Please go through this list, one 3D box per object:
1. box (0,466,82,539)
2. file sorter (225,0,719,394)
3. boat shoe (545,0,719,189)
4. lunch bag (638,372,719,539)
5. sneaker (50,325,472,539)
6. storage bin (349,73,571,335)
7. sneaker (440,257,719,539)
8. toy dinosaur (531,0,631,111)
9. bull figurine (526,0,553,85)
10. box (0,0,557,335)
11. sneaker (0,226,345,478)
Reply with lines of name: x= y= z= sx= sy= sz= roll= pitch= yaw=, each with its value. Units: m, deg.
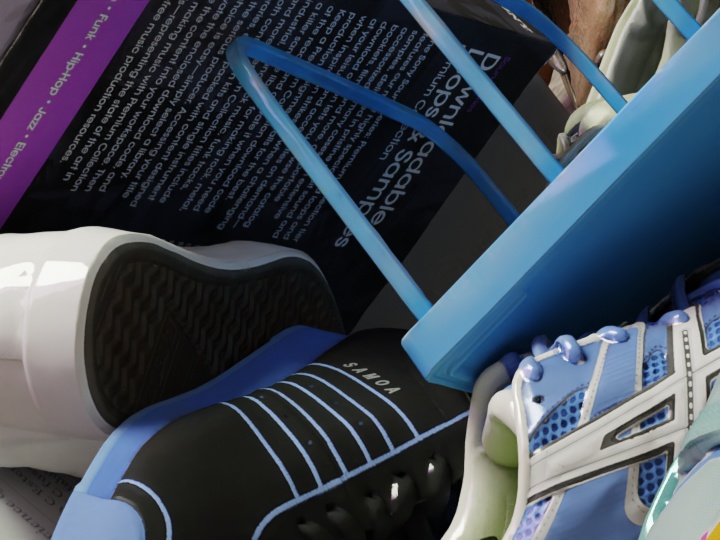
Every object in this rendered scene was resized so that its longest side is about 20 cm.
box: x=-0.095 y=0.085 z=0.776 sx=0.107 sy=0.152 sz=0.200 roll=-51 pitch=-1 yaw=23
file sorter: x=0.085 y=-0.073 z=0.672 sx=0.200 sy=0.123 sz=0.138 roll=-47 pitch=-30 yaw=15
boat shoe: x=0.086 y=-0.024 z=0.822 sx=0.072 sy=0.062 sz=0.200 roll=-41 pitch=13 yaw=39
lunch bag: x=0.133 y=0.012 z=0.424 sx=0.161 sy=0.077 sz=0.200 roll=-52 pitch=10 yaw=-21
sneaker: x=-0.009 y=0.061 z=0.640 sx=0.077 sy=0.071 sz=0.200 roll=3 pitch=21 yaw=20
storage bin: x=0.000 y=0.000 z=0.965 sx=0.200 sy=0.146 sz=0.134 roll=-50 pitch=37 yaw=-11
sneaker: x=0.074 y=0.034 z=0.607 sx=0.200 sy=0.077 sz=0.076 roll=-51 pitch=9 yaw=-16
toy dinosaur: x=0.102 y=-0.095 z=0.988 sx=0.136 sy=0.086 sz=0.201 roll=-47 pitch=17 yaw=34
bull figurine: x=0.057 y=-0.114 z=1.134 sx=0.065 sy=0.199 sz=0.122 roll=32 pitch=120 yaw=44
box: x=-0.048 y=-0.033 z=0.743 sx=0.199 sy=0.036 sz=0.143 roll=11 pitch=-59 yaw=-50
sneaker: x=-0.064 y=0.023 z=0.713 sx=0.200 sy=0.084 sz=0.073 roll=32 pitch=-118 yaw=-65
